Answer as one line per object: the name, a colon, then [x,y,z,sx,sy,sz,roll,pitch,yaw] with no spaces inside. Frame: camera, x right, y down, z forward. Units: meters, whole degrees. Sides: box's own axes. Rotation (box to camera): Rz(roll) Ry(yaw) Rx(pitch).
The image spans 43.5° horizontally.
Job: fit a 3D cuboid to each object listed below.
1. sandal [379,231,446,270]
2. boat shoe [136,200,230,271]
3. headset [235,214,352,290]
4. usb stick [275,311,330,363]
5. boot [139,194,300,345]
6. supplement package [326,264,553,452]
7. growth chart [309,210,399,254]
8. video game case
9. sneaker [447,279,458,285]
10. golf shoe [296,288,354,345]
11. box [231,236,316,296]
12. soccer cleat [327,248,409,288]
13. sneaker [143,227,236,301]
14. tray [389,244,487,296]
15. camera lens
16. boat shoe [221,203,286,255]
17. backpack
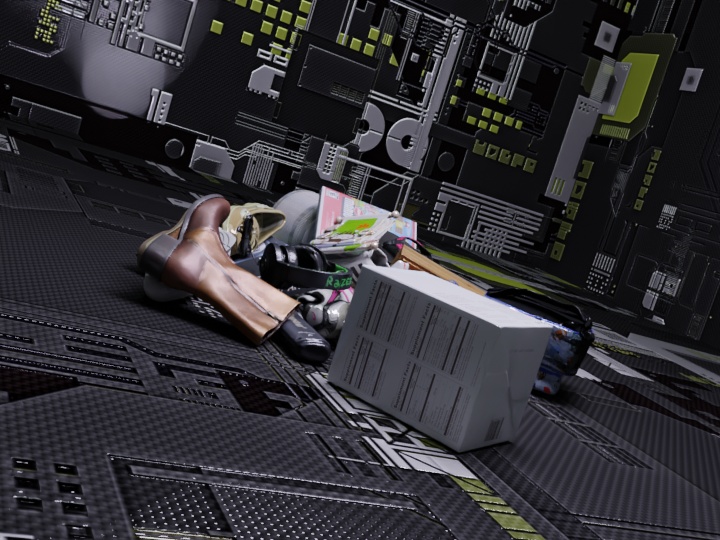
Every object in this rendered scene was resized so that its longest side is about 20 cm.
sandal: [0.101,-0.023,1.622,0.199,0.045,0.075,31,44,-5]
boat shoe: [-0.254,-0.047,1.396,0.067,0.073,0.200,16,41,27]
headset: [-0.100,-0.020,1.308,0.198,0.095,0.123,14,8,33]
usb stick: [-0.094,0.079,1.235,0.055,0.033,0.200,16,9,-25]
boot: [-0.166,-0.008,1.216,0.198,0.069,0.188,30,33,6]
supplement package: [0.095,0.100,1.087,0.198,0.153,0.151,24,10,33]
growth chart: [-0.014,-0.062,1.516,0.143,0.018,0.200,-6,19,19]
video game case: [0.011,-0.067,1.651,0.198,0.017,0.144,20,46,-16]
sneaker: [0.070,0.034,1.539,0.197,0.080,0.075,-5,21,9]
golf shoe: [-0.050,0.051,1.346,0.091,0.073,0.200,28,5,-9]
box: [-0.175,-0.007,1.454,0.159,0.044,0.199,-10,24,-36]
soccer cleat: [0.000,0.000,1.457,0.068,0.086,0.199,17,2,-45]
sneaker: [-0.243,0.006,1.280,0.076,0.081,0.200,33,30,8]
tray: [0.135,0.047,1.596,0.198,0.099,0.037,29,33,-7]
camera lens: [-0.085,-0.062,1.768,0.158,0.162,0.199,12,9,-36]
boat shoe: [-0.174,-0.069,1.456,0.062,0.074,0.201,3,11,10]
backpack: [0.276,0.107,1.478,0.189,0.156,0.200,28,4,12]
